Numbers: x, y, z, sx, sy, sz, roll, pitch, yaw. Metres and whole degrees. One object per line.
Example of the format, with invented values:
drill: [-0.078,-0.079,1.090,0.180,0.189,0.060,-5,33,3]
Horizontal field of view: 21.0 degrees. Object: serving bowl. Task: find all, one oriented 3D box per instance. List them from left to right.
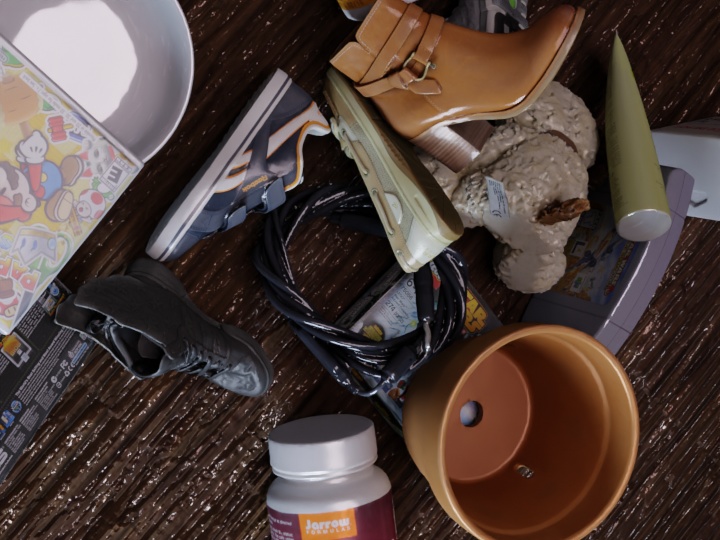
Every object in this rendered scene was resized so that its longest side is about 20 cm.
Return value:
serving bowl: [-0.241,-0.173,1.612,0.199,0.066,0.201,-3,97,-24]

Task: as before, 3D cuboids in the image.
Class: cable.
cable: [0.000,0.000,1.714,0.163,0.051,0.200,-38,81,-10]

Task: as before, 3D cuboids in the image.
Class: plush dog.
plush dog: [0.159,-0.101,1.780,0.200,0.160,0.172,35,55,-26]

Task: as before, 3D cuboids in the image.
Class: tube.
tube: [0.247,-0.122,1.786,0.052,0.058,0.201,21,48,-33]

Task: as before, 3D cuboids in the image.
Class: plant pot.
plant pot: [0.126,0.137,1.721,0.199,0.140,0.201,-4,99,-26]

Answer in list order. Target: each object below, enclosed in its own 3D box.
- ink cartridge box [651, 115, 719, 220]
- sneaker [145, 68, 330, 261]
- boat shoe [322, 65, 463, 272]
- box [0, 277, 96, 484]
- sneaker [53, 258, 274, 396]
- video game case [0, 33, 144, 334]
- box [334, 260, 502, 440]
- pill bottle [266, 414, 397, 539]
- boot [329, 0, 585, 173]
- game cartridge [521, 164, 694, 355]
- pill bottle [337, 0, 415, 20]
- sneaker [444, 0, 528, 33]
ink cartridge box: [0.403,-0.109,1.877,0.199,0.145,0.084,-12,101,-24]
sneaker: [-0.101,-0.075,1.680,0.079,0.078,0.200,39,78,-12]
boat shoe: [0.015,-0.093,1.705,0.063,0.201,0.073,-40,159,19]
box: [-0.329,0.059,1.576,0.193,0.047,0.200,45,55,-22]
sneaker: [-0.164,0.065,1.657,0.200,0.060,0.104,43,35,-18]
video game case: [-0.300,-0.080,1.546,0.200,0.023,0.182,43,78,-24]
box: [0.074,0.089,1.799,0.137,0.040,0.200,-45,112,-15]
pill bottle: [-0.023,0.238,1.739,0.114,0.114,0.201,-12,101,-23]
boot: [0.079,-0.188,1.633,0.155,0.074,0.200,40,121,-8]
game cartridge: [0.233,-0.010,1.818,0.041,0.133,0.201,29,84,-26]
pill bottle: [-0.005,-0.327,1.676,0.116,0.116,0.200,-35,110,-17]
sneaker: [0.095,-0.237,1.759,0.075,0.115,0.201,39,44,-35]
